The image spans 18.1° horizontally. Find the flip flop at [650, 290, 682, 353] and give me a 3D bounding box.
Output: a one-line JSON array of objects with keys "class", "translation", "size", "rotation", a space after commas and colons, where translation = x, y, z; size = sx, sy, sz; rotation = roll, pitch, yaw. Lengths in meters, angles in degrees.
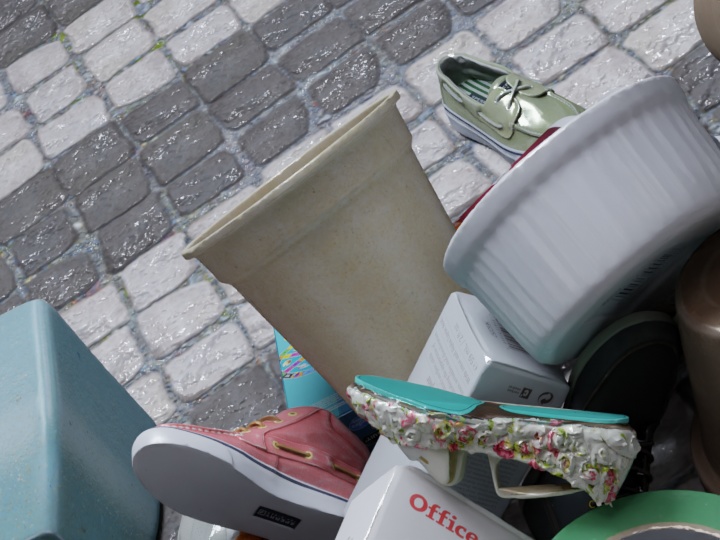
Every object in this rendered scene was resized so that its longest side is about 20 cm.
[{"class": "flip flop", "translation": [0.218, 0.031, 1.614], "size": [0.200, 0.058, 0.081], "rotation": [-48, -8, 37]}]

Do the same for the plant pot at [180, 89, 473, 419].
[{"class": "plant pot", "translation": [0.000, 0.000, 1.669], "size": [0.200, 0.184, 0.200], "rotation": [-36, 6, 4]}]

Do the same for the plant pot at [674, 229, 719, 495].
[{"class": "plant pot", "translation": [0.289, 0.060, 1.485], "size": [0.199, 0.175, 0.201], "rotation": [-22, 38, 18]}]

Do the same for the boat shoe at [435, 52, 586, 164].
[{"class": "boat shoe", "translation": [0.130, -0.136, 1.943], "size": [0.072, 0.062, 0.200], "rotation": [-46, 38, -17]}]

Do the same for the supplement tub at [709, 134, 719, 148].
[{"class": "supplement tub", "translation": [0.215, -0.041, 1.662], "size": [0.198, 0.108, 0.107], "rotation": [-8, 34, -9]}]

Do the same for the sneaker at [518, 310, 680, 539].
[{"class": "sneaker", "translation": [0.178, 0.130, 1.522], "size": [0.074, 0.201, 0.107], "rotation": [5, 36, -23]}]

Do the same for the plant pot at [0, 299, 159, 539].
[{"class": "plant pot", "translation": [-0.275, 0.187, 1.787], "size": [0.195, 0.197, 0.201], "rotation": [-26, 44, 10]}]

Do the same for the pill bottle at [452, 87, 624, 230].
[{"class": "pill bottle", "translation": [0.161, -0.046, 1.768], "size": [0.200, 0.113, 0.113], "rotation": [-44, 36, -16]}]

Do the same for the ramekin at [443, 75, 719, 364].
[{"class": "ramekin", "translation": [0.162, -0.027, 1.501], "size": [0.200, 0.201, 0.098], "rotation": [-37, 76, -4]}]

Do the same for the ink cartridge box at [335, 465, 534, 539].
[{"class": "ink cartridge box", "translation": [0.035, 0.252, 1.469], "size": [0.083, 0.146, 0.201], "rotation": [-43, 18, 55]}]

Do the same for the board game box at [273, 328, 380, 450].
[{"class": "board game box", "translation": [0.008, 0.056, 1.826], "size": [0.150, 0.047, 0.201], "rotation": [-27, 35, 10]}]

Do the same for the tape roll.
[{"class": "tape roll", "translation": [0.194, 0.233, 1.413], "size": [0.199, 0.048, 0.201], "rotation": [-7, 50, 9]}]

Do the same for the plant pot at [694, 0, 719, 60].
[{"class": "plant pot", "translation": [0.350, -0.212, 1.756], "size": [0.200, 0.201, 0.174], "rotation": [-42, 19, -11]}]

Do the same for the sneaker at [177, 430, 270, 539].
[{"class": "sneaker", "translation": [-0.098, 0.226, 1.708], "size": [0.092, 0.075, 0.201], "rotation": [-44, 34, 36]}]

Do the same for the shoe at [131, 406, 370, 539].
[{"class": "shoe", "translation": [-0.078, 0.141, 1.675], "size": [0.072, 0.199, 0.091], "rotation": [-48, 28, 38]}]

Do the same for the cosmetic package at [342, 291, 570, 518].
[{"class": "cosmetic package", "translation": [0.064, 0.128, 1.584], "size": [0.201, 0.074, 0.102], "rotation": [-63, 23, 21]}]

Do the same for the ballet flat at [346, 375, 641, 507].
[{"class": "ballet flat", "translation": [0.082, 0.113, 1.467], "size": [0.199, 0.064, 0.076], "rotation": [9, 6, 19]}]
